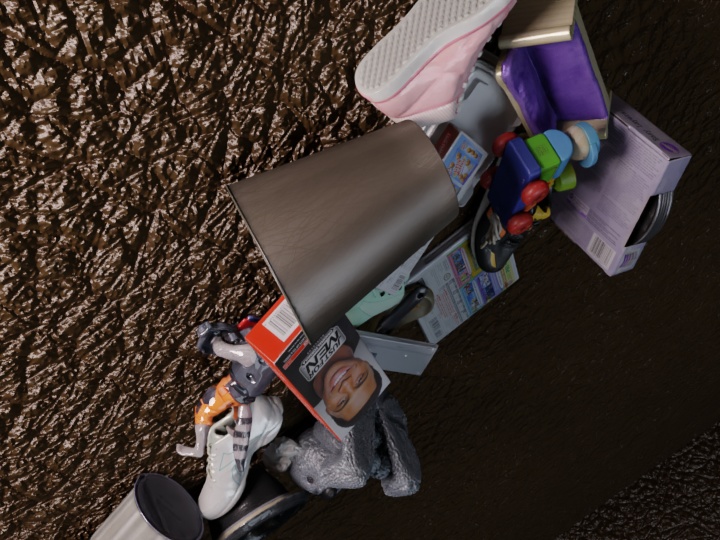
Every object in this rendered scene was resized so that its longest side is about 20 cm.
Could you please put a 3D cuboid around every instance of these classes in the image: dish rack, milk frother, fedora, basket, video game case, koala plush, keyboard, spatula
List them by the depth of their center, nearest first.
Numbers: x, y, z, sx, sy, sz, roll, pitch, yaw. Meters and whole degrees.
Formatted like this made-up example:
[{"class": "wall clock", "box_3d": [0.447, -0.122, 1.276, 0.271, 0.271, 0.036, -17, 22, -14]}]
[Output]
[{"class": "basket", "box_3d": [-0.009, -0.054, 0.787, 0.197, 0.183, 0.136, -29, 175, -6]}, {"class": "dish rack", "box_3d": [0.119, -0.157, 0.923, 0.170, 0.044, 0.202, 9, 121, -47]}, {"class": "keyboard", "box_3d": [0.013, 0.106, 1.016, 0.196, 0.011, 0.057, 13, 126, -31]}, {"class": "spatula", "box_3d": [0.024, 0.091, 1.028, 0.056, 0.021, 0.201, 23, 116, -32]}, {"class": "milk frother", "box_3d": [-0.292, 0.395, 1.094, 0.188, 0.180, 0.200, -46, -172, 11]}, {"class": "fedora", "box_3d": [-0.173, 0.353, 1.153, 0.198, 0.093, 0.201, -31, 162, -11]}, {"class": "video game case", "box_3d": [0.151, 0.011, 1.160, 0.181, 0.022, 0.201, -37, 145, -4]}, {"class": "koala plush", "box_3d": [-0.037, 0.273, 1.183, 0.199, 0.187, 0.175, -34, 142, 32]}]

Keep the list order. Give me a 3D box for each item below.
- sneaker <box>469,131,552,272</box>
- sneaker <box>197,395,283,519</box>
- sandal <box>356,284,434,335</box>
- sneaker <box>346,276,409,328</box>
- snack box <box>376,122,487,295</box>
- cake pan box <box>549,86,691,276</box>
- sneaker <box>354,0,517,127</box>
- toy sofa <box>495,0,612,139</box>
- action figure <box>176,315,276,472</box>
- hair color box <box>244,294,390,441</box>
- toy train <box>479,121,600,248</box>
[{"class": "sneaker", "box_3d": [0.209, -0.075, 1.031, 0.069, 0.090, 0.204, -3, 121, -32]}, {"class": "sneaker", "box_3d": [-0.186, 0.253, 1.074, 0.079, 0.070, 0.203, 21, 102, -38]}, {"class": "sandal", "box_3d": [0.018, 0.084, 1.072, 0.196, 0.055, 0.081, -22, 144, -5]}, {"class": "sneaker", "box_3d": [0.000, 0.000, 0.953, 0.116, 0.075, 0.201, -27, 154, -7]}, {"class": "snack box", "box_3d": [0.070, -0.067, 0.891, 0.071, 0.024, 0.202, 22, 104, -52]}, {"class": "cake pan box", "box_3d": [0.315, -0.123, 1.007, 0.051, 0.201, 0.187, -14, 137, -26]}, {"class": "sneaker", "box_3d": [0.094, -0.226, 0.791, 0.199, 0.076, 0.104, -39, 142, 12]}, {"class": "toy sofa", "box_3d": [0.225, -0.214, 0.881, 0.200, 0.081, 0.100, 42, 56, -53]}, {"class": "action figure", "box_3d": [-0.124, 0.137, 0.959, 0.198, 0.104, 0.196, 9, 113, -53]}, {"class": "hair color box", "box_3d": [-0.044, 0.107, 0.911, 0.102, 0.061, 0.201, -48, 141, -13]}, {"class": "toy train", "box_3d": [0.211, -0.099, 0.944, 0.114, 0.086, 0.201, -22, 158, -13]}]
